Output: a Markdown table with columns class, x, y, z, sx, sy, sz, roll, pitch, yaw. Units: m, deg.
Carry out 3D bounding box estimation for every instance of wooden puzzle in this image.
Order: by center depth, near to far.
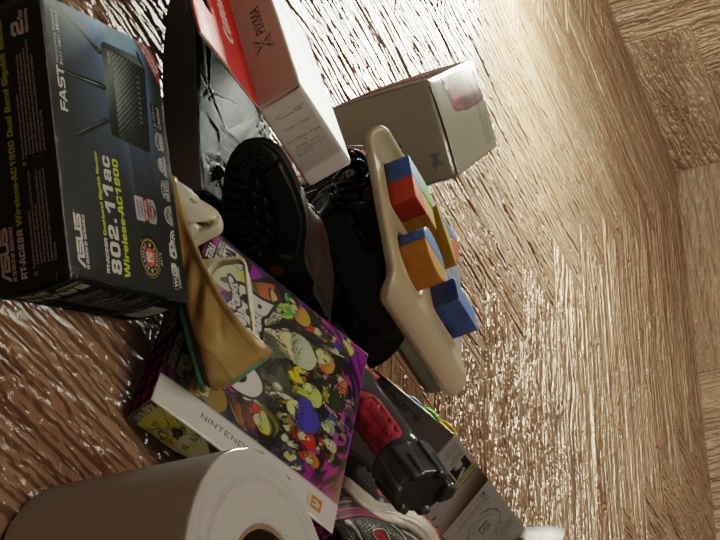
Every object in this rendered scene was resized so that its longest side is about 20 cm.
| class | x | y | z | sx | sy | sz | roll | pitch | yaw |
| --- | --- | --- | --- | --- | --- | --- | --- | --- | --- |
| wooden puzzle | 0.062 | -0.012 | 1.354 | 0.186 | 0.046 | 0.201 | 56 | 23 | -47 |

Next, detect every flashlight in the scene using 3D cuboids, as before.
| class | x | y | z | sx | sy | sz | roll | pitch | yaw |
| --- | --- | --- | --- | --- | --- | --- | --- | --- | --- |
| flashlight | 0.002 | 0.126 | 1.246 | 0.200 | 0.067 | 0.068 | 53 | -5 | 46 |

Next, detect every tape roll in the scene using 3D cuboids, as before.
| class | x | y | z | sx | sy | sz | roll | pitch | yaw |
| --- | --- | --- | --- | --- | --- | --- | --- | --- | --- |
| tape roll | -0.116 | 0.221 | 0.900 | 0.202 | 0.138 | 0.205 | -13 | 90 | -69 |

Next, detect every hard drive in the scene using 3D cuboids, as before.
| class | x | y | z | sx | sy | sz | roll | pitch | yaw |
| --- | --- | --- | --- | --- | --- | --- | --- | --- | --- |
| hard drive | -0.122 | -0.136 | 1.243 | 0.135 | 0.042 | 0.202 | 37 | 44 | -60 |

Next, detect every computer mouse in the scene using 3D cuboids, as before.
| class | x | y | z | sx | sy | sz | roll | pitch | yaw |
| --- | --- | --- | --- | --- | --- | --- | --- | --- | --- |
| computer mouse | 0.000 | 0.000 | 1.339 | 0.138 | 0.052 | 0.201 | -38 | 117 | -41 |

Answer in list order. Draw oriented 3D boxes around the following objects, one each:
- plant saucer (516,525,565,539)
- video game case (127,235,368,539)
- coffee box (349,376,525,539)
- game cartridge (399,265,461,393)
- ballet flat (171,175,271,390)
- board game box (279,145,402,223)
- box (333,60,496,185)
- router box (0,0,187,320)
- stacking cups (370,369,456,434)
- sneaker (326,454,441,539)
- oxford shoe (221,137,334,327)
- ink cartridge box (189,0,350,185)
| class | x | y | z | sx | sy | sz | roll | pitch | yaw |
| --- | --- | --- | --- | --- | --- | --- | --- | --- | --- |
| plant saucer | 0.131 | 0.328 | 1.464 | 0.037 | 0.201 | 0.200 | 40 | 22 | 5 |
| video game case | -0.080 | 0.089 | 1.133 | 0.181 | 0.036 | 0.201 | 40 | 35 | -21 |
| coffee box | 0.067 | 0.205 | 1.403 | 0.113 | 0.080 | 0.200 | 37 | -12 | 43 |
| game cartridge | 0.080 | 0.034 | 1.679 | 0.133 | 0.041 | 0.201 | 52 | 31 | -40 |
| ballet flat | -0.120 | -0.008 | 1.079 | 0.069 | 0.063 | 0.201 | 76 | -9 | -73 |
| board game box | -0.025 | -0.067 | 1.373 | 0.199 | 0.019 | 0.104 | -6 | 86 | -47 |
| box | 0.060 | -0.157 | 1.615 | 0.200 | 0.127 | 0.110 | -38 | 113 | -68 |
| router box | -0.191 | -0.074 | 0.995 | 0.150 | 0.062 | 0.202 | 16 | 62 | -65 |
| stacking cups | 0.028 | 0.143 | 1.460 | 0.200 | 0.060 | 0.061 | 42 | 39 | -49 |
| sneaker | -0.002 | 0.233 | 1.289 | 0.200 | 0.080 | 0.075 | 41 | 54 | -36 |
| oxford shoe | -0.067 | -0.036 | 1.212 | 0.085 | 0.072 | 0.201 | -76 | 160 | -48 |
| ink cartridge box | -0.083 | -0.193 | 1.184 | 0.177 | 0.044 | 0.201 | 54 | 12 | -42 |
